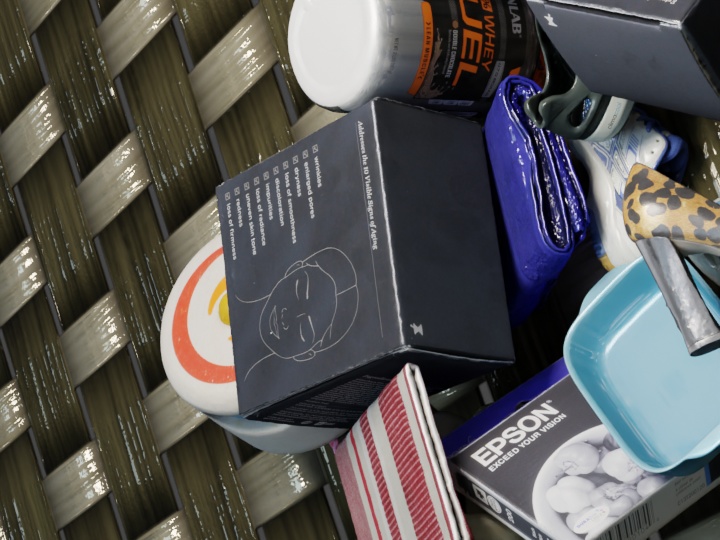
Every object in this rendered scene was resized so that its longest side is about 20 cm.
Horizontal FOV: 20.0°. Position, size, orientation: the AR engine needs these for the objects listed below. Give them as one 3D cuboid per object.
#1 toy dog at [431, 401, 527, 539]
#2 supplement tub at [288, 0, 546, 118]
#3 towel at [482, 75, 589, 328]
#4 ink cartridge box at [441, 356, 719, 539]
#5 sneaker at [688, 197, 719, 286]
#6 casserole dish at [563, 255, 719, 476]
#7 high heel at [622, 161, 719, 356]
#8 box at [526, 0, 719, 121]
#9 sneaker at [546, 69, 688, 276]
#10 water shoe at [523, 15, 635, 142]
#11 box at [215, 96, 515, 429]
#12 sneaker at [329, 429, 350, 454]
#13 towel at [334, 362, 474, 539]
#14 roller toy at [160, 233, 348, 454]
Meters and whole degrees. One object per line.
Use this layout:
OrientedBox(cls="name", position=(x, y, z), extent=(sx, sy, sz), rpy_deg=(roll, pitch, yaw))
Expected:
OrientedBox(cls="toy dog", position=(0.094, 0.177, 1.619), extent=(0.199, 0.193, 0.140), rpy_deg=(15, 118, 43))
OrientedBox(cls="supplement tub", position=(0.053, -0.182, 1.608), extent=(0.122, 0.199, 0.123), rpy_deg=(4, 95, 51))
OrientedBox(cls="towel", position=(0.128, -0.051, 1.604), extent=(0.200, 0.049, 0.149), rpy_deg=(114, 145, -69))
OrientedBox(cls="ink cartridge box", position=(0.168, 0.121, 1.512), extent=(0.200, 0.198, 0.044), rpy_deg=(30, 144, 45))
OrientedBox(cls="sneaker", position=(0.304, 0.029, 1.436), extent=(0.072, 0.072, 0.201), rpy_deg=(-37, 70, 10))
OrientedBox(cls="casserole dish", position=(0.221, 0.069, 1.459), extent=(0.121, 0.039, 0.200), rpy_deg=(-46, 38, 11))
OrientedBox(cls="high heel", position=(0.282, -0.046, 1.393), extent=(0.199, 0.071, 0.143), rpy_deg=(-26, 71, 8))
OrientedBox(cls="box", position=(0.235, -0.213, 1.380), extent=(0.148, 0.104, 0.200), rpy_deg=(21, 70, 48))
OrientedBox(cls="sneaker", position=(0.206, -0.097, 1.549), extent=(0.088, 0.075, 0.201), rpy_deg=(-24, 77, 32))
OrientedBox(cls="water shoe", position=(0.169, -0.195, 1.483), extent=(0.071, 0.078, 0.201), rpy_deg=(-172, 90, -69))
OrientedBox(cls="box", position=(0.000, 0.000, 1.590), extent=(0.196, 0.123, 0.201), rpy_deg=(-26, 64, 45))
OrientedBox(cls="sneaker", position=(0.007, 0.116, 1.813), extent=(0.200, 0.079, 0.096), rpy_deg=(40, 112, 40))
OrientedBox(cls="towel", position=(0.031, 0.168, 1.545), extent=(0.200, 0.023, 0.145), rpy_deg=(124, 132, -62))
OrientedBox(cls="roller toy", position=(-0.074, 0.053, 1.775), extent=(0.200, 0.140, 0.183), rpy_deg=(-45, 49, 5))
